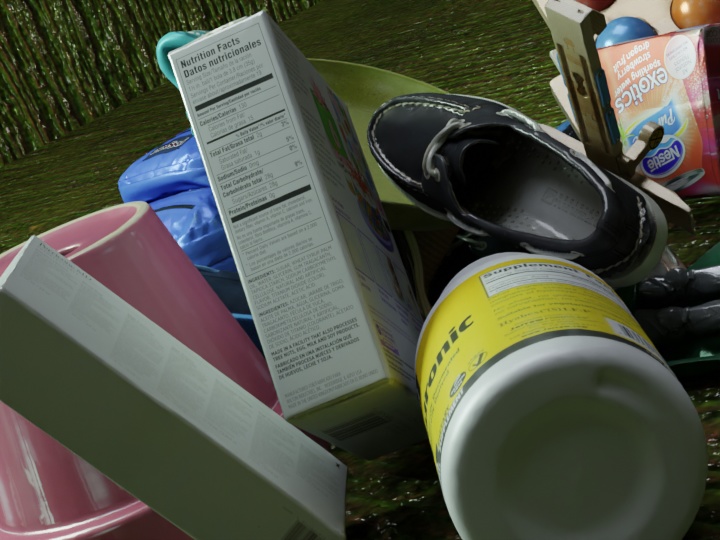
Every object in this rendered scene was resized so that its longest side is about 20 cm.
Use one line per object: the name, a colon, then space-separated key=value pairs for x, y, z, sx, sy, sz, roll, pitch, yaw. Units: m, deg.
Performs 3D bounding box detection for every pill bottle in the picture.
pill bottle: x=0.082 y=0.056 z=0.804 sx=0.111 sy=0.112 sz=0.200 roll=-23 pitch=15 yaw=3

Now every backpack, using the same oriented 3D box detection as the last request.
backpack: x=-0.103 y=-0.017 z=1.279 sx=0.162 sy=0.168 sz=0.200 roll=-20 pitch=14 yaw=45

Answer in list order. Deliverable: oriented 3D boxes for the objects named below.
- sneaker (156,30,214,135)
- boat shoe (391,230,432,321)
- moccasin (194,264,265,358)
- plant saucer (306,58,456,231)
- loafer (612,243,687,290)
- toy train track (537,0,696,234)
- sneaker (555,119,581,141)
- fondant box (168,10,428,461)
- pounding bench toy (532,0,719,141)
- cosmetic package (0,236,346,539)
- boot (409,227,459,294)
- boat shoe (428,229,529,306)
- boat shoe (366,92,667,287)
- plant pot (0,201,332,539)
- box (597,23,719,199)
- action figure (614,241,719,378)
sneaker: x=-0.077 y=-0.089 z=1.180 sx=0.079 sy=0.200 sz=0.078 roll=5 pitch=-50 yaw=-42
boat shoe: x=-0.001 y=0.001 z=1.039 sx=0.071 sy=0.066 sz=0.202 roll=-28 pitch=52 yaw=7
moccasin: x=-0.132 y=0.028 z=1.105 sx=0.199 sy=0.081 sz=0.068 roll=12 pitch=32 yaw=-9
plant saucer: x=0.005 y=-0.074 z=1.083 sx=0.199 sy=0.031 sz=0.200 roll=12 pitch=27 yaw=-7
loafer: x=0.145 y=-0.026 z=1.076 sx=0.062 sy=0.072 sz=0.200 roll=-8 pitch=33 yaw=-6
toy train track: x=0.133 y=-0.083 z=0.934 sx=0.114 sy=0.200 sz=0.033 roll=32 pitch=74 yaw=31
sneaker: x=0.145 y=-0.065 z=1.300 sx=0.200 sy=0.066 sz=0.079 roll=-35 pitch=-20 yaw=-7
fondant box: x=-0.021 y=-0.013 z=0.902 sx=0.058 sy=0.201 sz=0.144 roll=-21 pitch=-19 yaw=10
pounding bench toy: x=0.232 y=-0.165 z=1.191 sx=0.199 sy=0.156 sz=0.125 roll=-26 pitch=58 yaw=0
cosmetic package: x=-0.098 y=0.072 z=0.856 sx=0.051 sy=0.200 sz=0.083 roll=-49 pitch=10 yaw=16
boot: x=-0.010 y=-0.010 z=1.169 sx=0.144 sy=0.071 sz=0.201 roll=-54 pitch=25 yaw=8
boat shoe: x=0.086 y=-0.020 z=1.170 sx=0.075 sy=0.062 sz=0.200 roll=-3 pitch=32 yaw=42
boat shoe: x=0.070 y=-0.051 z=0.939 sx=0.200 sy=0.060 sz=0.074 roll=34 pitch=97 yaw=38
plant pot: x=-0.139 y=0.069 z=0.989 sx=0.199 sy=0.180 sz=0.200 roll=-23 pitch=14 yaw=6
box: x=0.242 y=-0.097 z=1.045 sx=0.199 sy=0.096 sz=0.099 roll=-9 pitch=4 yaw=-35
action figure: x=0.135 y=0.031 z=0.941 sx=0.199 sy=0.055 sz=0.118 roll=-22 pitch=26 yaw=29
